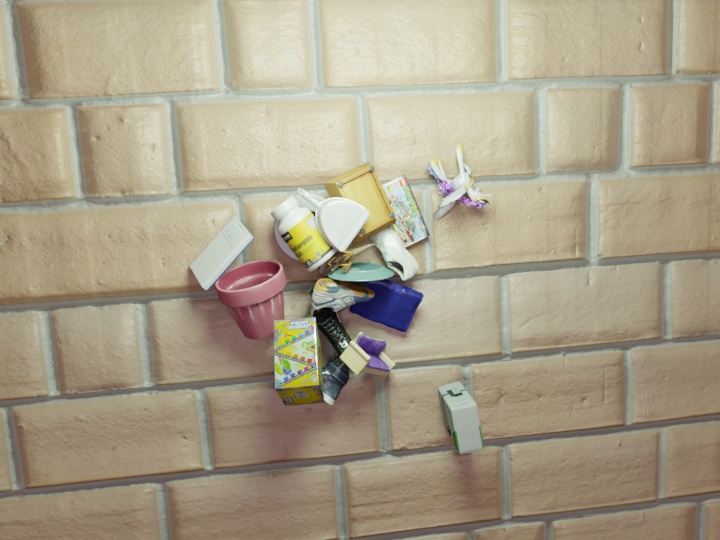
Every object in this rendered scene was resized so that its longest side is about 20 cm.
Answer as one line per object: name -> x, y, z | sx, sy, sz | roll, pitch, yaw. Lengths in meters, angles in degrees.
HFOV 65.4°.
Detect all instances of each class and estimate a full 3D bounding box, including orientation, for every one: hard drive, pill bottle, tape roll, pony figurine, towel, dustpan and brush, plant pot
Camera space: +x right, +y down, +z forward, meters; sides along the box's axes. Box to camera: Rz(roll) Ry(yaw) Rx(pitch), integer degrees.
hard drive -> -0.405, -0.053, 1.632 | 0.200, 0.132, 0.025 | -48, 135, 1
pill bottle -> -0.164, -0.107, 1.591 | 0.111, 0.111, 0.201 | -37, 99, -1
tape roll -> -0.158, -0.128, 1.678 | 0.197, 0.066, 0.203 | -1, 98, -7
pony figurine -> 0.281, -0.250, 1.685 | 0.191, 0.167, 0.202 | -28, 84, -10
towel -> 0.079, 0.096, 1.730 | 0.198, 0.050, 0.149 | 20, 114, -11
dustpan and brush -> -0.092, -0.164, 1.551 | 0.199, 0.057, 0.140 | 37, 86, -14
plant pot -> -0.303, 0.091, 1.636 | 0.197, 0.200, 0.181 | -14, 114, -5

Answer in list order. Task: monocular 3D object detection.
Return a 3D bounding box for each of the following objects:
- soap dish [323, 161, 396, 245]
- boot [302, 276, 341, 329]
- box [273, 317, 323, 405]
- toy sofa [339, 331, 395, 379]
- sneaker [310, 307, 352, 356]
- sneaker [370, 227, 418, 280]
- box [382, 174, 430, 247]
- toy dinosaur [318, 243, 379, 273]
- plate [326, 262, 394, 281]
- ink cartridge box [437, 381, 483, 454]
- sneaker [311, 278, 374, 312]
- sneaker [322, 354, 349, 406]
soap dish -> 0.006, -0.197, 1.628 | 0.156, 0.081, 0.202 | -28, 97, -19
boot -> -0.130, 0.098, 1.680 | 0.199, 0.068, 0.131 | -36, 139, -7
box -> -0.173, 0.263, 1.601 | 0.120, 0.201, 0.195 | -4, 64, -1
toy sofa -> 0.034, 0.259, 1.682 | 0.083, 0.200, 0.098 | 42, 96, 29
sneaker -> -0.069, 0.183, 1.661 | 0.073, 0.112, 0.201 | -37, 135, -6
sneaker -> 0.089, -0.055, 1.684 | 0.200, 0.088, 0.075 | 47, 131, 6
box -> 0.125, -0.178, 1.720 | 0.109, 0.035, 0.202 | -25, 99, -3
toy dinosaur -> -0.035, -0.047, 1.608 | 0.198, 0.106, 0.061 | -20, 112, -1
plate -> 0.000, 0.000, 1.644 | 0.197, 0.200, 0.026 | -1, 102, -6
ink cartridge box -> 0.308, 0.452, 1.742 | 0.082, 0.200, 0.149 | -12, 98, -2
sneaker -> -0.055, 0.076, 1.628 | 0.198, 0.075, 0.089 | 6, 120, -32
sneaker -> -0.126, 0.299, 1.736 | 0.201, 0.077, 0.147 | 37, 83, -2
